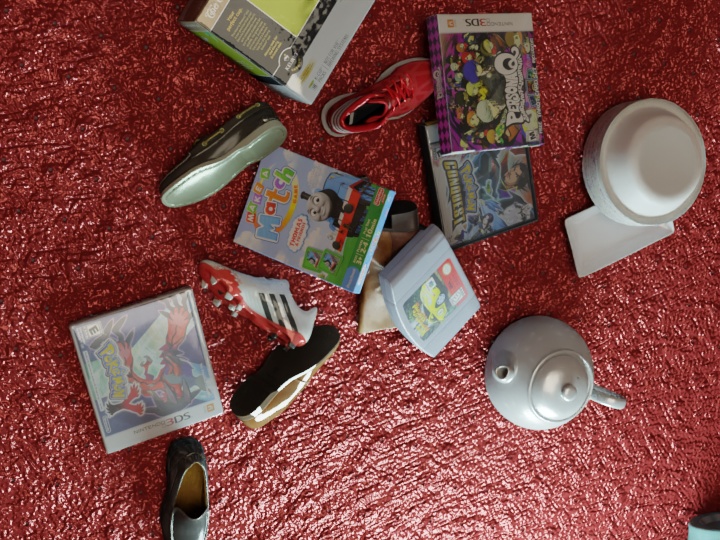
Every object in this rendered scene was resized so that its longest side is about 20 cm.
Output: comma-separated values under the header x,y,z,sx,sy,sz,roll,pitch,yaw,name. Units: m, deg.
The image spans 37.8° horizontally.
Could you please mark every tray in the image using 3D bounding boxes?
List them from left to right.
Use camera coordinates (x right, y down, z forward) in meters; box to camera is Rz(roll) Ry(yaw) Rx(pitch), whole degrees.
x,y,z,sx,sy,sz,roll,pitch,yaw,name
0.429,-0.076,1.750,0.197,0.022,0.109,-24,110,-14,tray

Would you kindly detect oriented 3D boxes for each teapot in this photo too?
x,y,z,sx,sy,sz,roll,pitch,yaw,name
0.307,0.177,1.695,0.198,0.146,0.200,-30,111,-13,teapot

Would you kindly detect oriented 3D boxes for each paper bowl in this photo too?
x,y,z,sx,sy,sz,roll,pitch,yaw,name
0.464,-0.173,1.682,0.197,0.104,0.205,-1,93,-16,paper bowl

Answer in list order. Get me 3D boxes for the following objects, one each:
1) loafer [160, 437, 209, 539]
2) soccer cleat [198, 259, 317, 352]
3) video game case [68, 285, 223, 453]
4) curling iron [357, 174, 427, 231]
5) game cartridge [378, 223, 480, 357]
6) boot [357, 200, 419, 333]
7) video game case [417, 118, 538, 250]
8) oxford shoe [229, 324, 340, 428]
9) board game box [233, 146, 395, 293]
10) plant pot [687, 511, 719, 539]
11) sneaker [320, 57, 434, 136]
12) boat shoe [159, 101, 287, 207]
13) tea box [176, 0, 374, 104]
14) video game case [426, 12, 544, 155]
x,y,z,sx,sy,sz,roll,pitch,yaw,name
-0.258,0.355,1.558,0.071,0.072,0.204,-6,105,-20,loafer
-0.149,0.036,1.535,0.199,0.068,0.086,38,64,-16,soccer cleat
-0.306,0.143,1.517,0.179,0.023,0.204,-18,108,-17,video game case
0.057,-0.086,1.602,0.198,0.026,0.050,29,94,-24,curling iron
0.104,0.040,1.605,0.133,0.041,0.201,-43,134,-10,game cartridge
0.000,0.000,1.590,0.185,0.069,0.203,-11,121,-19,boot
0.186,-0.150,1.629,0.178,0.025,0.204,-19,108,-22,video game case
-0.107,0.160,1.586,0.199,0.071,0.072,-40,141,-9,oxford shoe
-0.067,-0.075,1.490,0.197,0.037,0.154,22,96,16,board game box
0.672,0.545,1.906,0.196,0.200,0.192,-8,90,-19,plant pot
0.048,-0.243,1.513,0.198,0.115,0.079,-32,111,-11,sneaker
-0.199,-0.162,1.470,0.199,0.061,0.072,-32,156,-3,boat shoe
-0.108,-0.364,1.416,0.195,0.133,0.202,33,89,-25,tea box
0.189,-0.280,1.568,0.178,0.036,0.204,-8,94,-30,video game case
